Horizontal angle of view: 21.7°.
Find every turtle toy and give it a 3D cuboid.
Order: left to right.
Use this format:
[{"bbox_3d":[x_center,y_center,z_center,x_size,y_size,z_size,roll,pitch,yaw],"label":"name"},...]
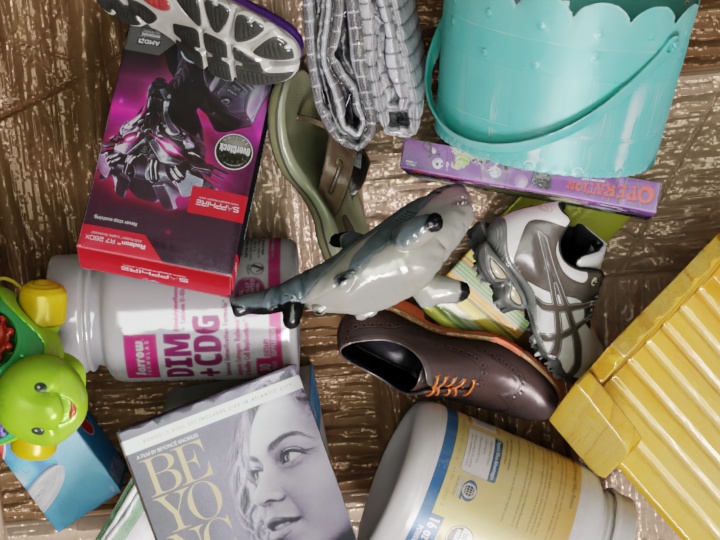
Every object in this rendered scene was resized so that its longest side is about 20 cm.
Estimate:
[{"bbox_3d":[-0.280,0.079,1.439,0.199,0.101,0.147,14,105,33],"label":"turtle toy"}]

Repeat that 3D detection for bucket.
[{"bbox_3d":[0.150,-0.160,1.440,0.206,0.207,0.136,6,108,-3],"label":"bucket"}]

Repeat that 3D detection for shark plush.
[{"bbox_3d":[0.000,0.000,1.455,0.199,0.084,0.091,-30,133,12],"label":"shark plush"}]

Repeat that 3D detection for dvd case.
[{"bbox_3d":[-0.086,0.191,1.458,0.148,0.016,0.201,-20,96,-8],"label":"dvd case"}]

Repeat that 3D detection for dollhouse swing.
[{"bbox_3d":[0.284,0.100,1.492,0.200,0.182,0.176,-43,80,-14],"label":"dollhouse swing"}]

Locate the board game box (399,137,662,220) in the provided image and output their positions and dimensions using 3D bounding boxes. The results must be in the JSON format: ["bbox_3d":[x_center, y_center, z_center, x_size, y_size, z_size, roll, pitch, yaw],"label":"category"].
[{"bbox_3d":[0.134,-0.071,1.480,0.199,0.120,0.032,11,86,7],"label":"board game box"}]

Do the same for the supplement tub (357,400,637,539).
[{"bbox_3d":[0.112,0.207,1.550,0.199,0.145,0.145,23,102,-6],"label":"supplement tub"}]

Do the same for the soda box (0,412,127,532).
[{"bbox_3d":[-0.279,0.113,1.563,0.068,0.064,0.200,-33,101,7],"label":"soda box"}]

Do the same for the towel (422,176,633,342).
[{"bbox_3d":[0.144,-0.018,1.564,0.086,0.018,0.200,40,99,-15],"label":"towel"}]

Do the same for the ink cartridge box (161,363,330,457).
[{"bbox_3d":[-0.083,0.199,1.555,0.128,0.125,0.201,-11,103,2],"label":"ink cartridge box"}]

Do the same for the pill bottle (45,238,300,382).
[{"bbox_3d":[-0.149,0.033,1.520,0.199,0.113,0.114,-2,104,0],"label":"pill bottle"}]

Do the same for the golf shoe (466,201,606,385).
[{"bbox_3d":[0.166,0.020,1.504,0.094,0.078,0.200,-28,137,14],"label":"golf shoe"}]

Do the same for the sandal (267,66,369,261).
[{"bbox_3d":[-0.016,-0.076,1.512,0.057,0.080,0.202,-12,115,29],"label":"sandal"}]

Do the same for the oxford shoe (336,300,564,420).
[{"bbox_3d":[0.071,0.087,1.548,0.199,0.073,0.071,21,125,-1],"label":"oxford shoe"}]

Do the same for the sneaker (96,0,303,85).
[{"bbox_3d":[-0.119,-0.216,1.447,0.199,0.081,0.083,32,58,22],"label":"sneaker"}]

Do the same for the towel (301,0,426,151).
[{"bbox_3d":[-0.007,-0.205,1.441,0.085,0.166,0.201,-11,103,8],"label":"towel"}]

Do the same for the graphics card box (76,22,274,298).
[{"bbox_3d":[-0.140,-0.089,1.474,0.125,0.051,0.201,11,71,1],"label":"graphics card box"}]

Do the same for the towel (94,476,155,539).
[{"bbox_3d":[-0.115,0.248,1.486,0.199,0.031,0.150,31,103,-7],"label":"towel"}]
